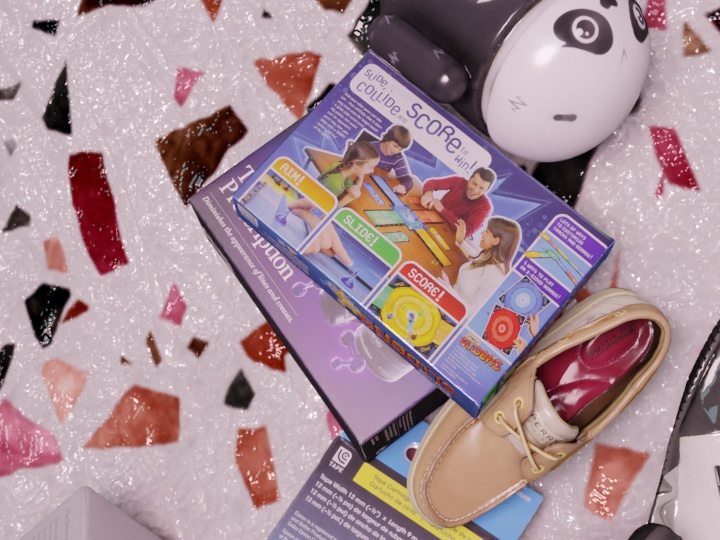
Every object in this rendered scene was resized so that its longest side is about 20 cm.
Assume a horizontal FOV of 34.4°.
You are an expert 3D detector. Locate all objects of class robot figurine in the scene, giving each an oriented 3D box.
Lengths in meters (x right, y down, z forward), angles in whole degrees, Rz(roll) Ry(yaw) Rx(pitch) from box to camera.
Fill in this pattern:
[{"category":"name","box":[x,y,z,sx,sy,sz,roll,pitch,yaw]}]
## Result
[{"category":"robot figurine","box":[0.092,-0.159,0.738,0.150,0.125,0.200,-45,60,5]}]

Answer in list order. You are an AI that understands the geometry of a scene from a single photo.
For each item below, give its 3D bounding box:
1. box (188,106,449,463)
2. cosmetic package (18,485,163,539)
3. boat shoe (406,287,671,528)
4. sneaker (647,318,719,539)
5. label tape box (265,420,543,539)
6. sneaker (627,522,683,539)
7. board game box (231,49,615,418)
[{"category":"box","box":[0.000,0.000,0.773,0.140,0.079,0.201,-35,74,-9]},{"category":"cosmetic package","box":[-0.210,0.293,0.770,0.199,0.123,0.200,-39,32,14]},{"category":"boat shoe","box":[0.110,0.086,0.722,0.200,0.066,0.074,-44,97,-3]},{"category":"sneaker","box":[0.225,0.127,0.705,0.087,0.074,0.203,14,101,19]},{"category":"label tape box","box":[0.011,0.203,0.768,0.142,0.066,0.201,29,68,19]},{"category":"sneaker","box":[0.119,0.207,0.691,0.087,0.075,0.202,38,135,24]},{"category":"board game box","box":[0.037,-0.027,0.718,0.199,0.035,0.136,40,76,13]}]
